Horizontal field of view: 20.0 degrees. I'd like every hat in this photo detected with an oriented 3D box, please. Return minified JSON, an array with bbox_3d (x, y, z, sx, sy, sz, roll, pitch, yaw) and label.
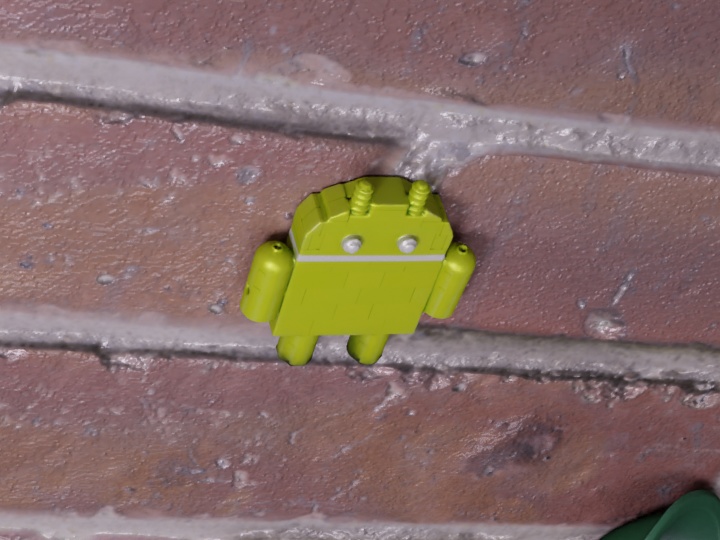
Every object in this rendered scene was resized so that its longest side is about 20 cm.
[{"bbox_3d":[0.235,0.277,1.998,0.201,0.175,0.166,-55,139,-15],"label":"hat"}]

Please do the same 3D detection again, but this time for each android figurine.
[{"bbox_3d":[0.000,0.000,1.577,0.181,0.041,0.201,1,138,-21],"label":"android figurine"}]
